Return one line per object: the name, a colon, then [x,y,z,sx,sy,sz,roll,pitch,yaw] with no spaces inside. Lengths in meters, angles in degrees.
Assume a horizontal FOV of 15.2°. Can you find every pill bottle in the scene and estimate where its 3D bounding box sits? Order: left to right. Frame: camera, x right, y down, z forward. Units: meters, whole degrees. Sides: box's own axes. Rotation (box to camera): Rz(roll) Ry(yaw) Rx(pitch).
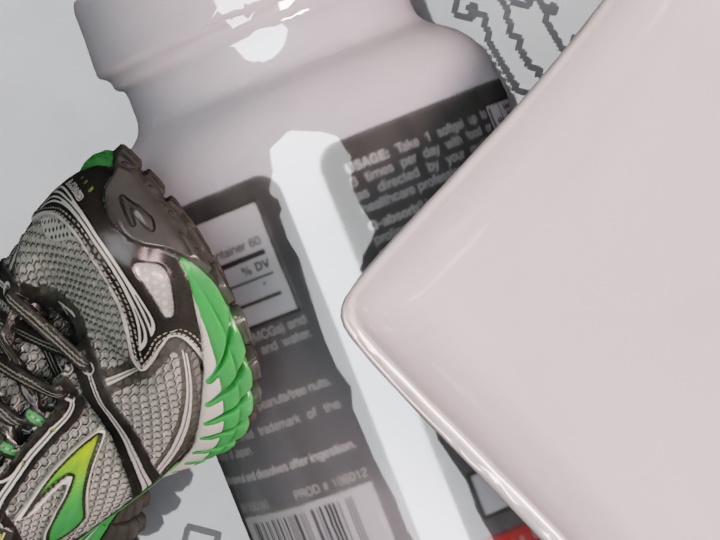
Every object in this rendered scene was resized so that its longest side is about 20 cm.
pill bottle: [0.000,0.000,0.762,0.116,0.116,0.200,-21,92,5]

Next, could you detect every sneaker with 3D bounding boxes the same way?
sneaker: [-0.089,0.043,0.730,0.085,0.200,0.078,-22,66,-35]

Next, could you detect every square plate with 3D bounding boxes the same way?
square plate: [0.107,0.018,0.738,0.198,0.028,0.200,48,59,-13]
